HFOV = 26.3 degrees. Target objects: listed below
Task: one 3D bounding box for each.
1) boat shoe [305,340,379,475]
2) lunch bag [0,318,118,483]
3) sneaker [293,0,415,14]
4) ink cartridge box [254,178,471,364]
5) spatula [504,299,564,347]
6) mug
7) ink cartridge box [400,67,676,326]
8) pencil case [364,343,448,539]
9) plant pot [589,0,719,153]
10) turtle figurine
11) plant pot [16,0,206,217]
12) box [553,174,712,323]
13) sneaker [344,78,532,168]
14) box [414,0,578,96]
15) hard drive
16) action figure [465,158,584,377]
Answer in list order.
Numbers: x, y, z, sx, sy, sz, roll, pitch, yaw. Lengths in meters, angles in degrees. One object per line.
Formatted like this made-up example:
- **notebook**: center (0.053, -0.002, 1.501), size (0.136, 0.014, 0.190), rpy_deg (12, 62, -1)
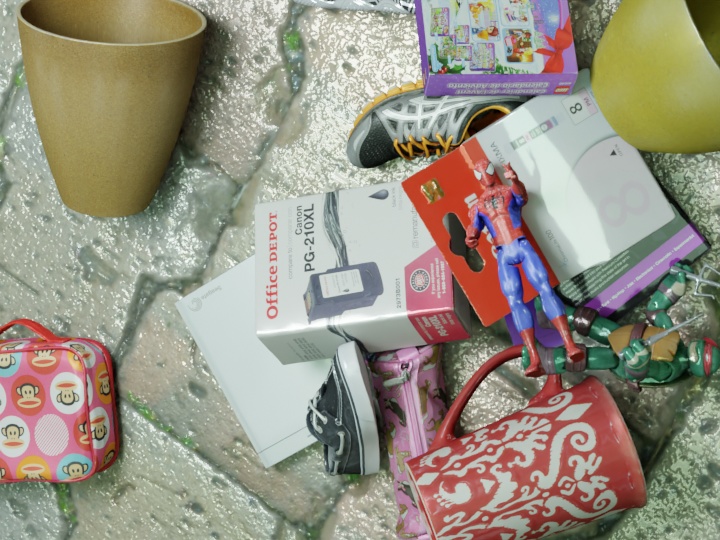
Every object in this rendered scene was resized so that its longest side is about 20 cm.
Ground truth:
- **boat shoe**: center (-0.021, 0.142, 1.516), size (0.067, 0.200, 0.072), rpy_deg (-10, 56, -3)
- **lunch bag**: center (-0.366, 0.140, 1.676), size (0.199, 0.082, 0.177), rpy_deg (-2, 97, 19)
- **sneaker**: center (0.028, -0.307, 1.487), size (0.199, 0.075, 0.116), rpy_deg (7, 103, 20)
- **ink cartridge box**: center (0.000, 0.000, 1.502), size (0.199, 0.084, 0.146), rpy_deg (-9, 65, 15)
- **spatula**: center (0.148, -0.014, 1.518), size (0.056, 0.021, 0.201), rpy_deg (-21, 87, 2)
- **mug**: center (0.146, 0.183, 1.469), size (0.199, 0.178, 0.134), rpy_deg (-21, 136, -5)
- **ink cartridge box**: center (0.164, -0.066, 1.415), size (0.199, 0.057, 0.163), rpy_deg (-31, 91, -9)
- **pencil case**: center (0.058, 0.168, 1.538), size (0.083, 0.086, 0.201), rpy_deg (-2, 101, 47)
- **plant pot**: center (0.291, -0.183, 1.376), size (0.142, 0.200, 0.201), rpy_deg (-31, 88, 40)
- **turtle figurine**: center (0.254, 0.063, 1.407), size (0.199, 0.150, 0.101), rpy_deg (2, 117, 19)
- **plant pot**: center (-0.255, -0.162, 1.558), size (0.185, 0.186, 0.201), rpy_deg (14, 115, 15)
- **box**: center (0.218, -0.056, 1.476), size (0.143, 0.036, 0.200), rpy_deg (-39, 89, 14)
- **sneaker**: center (0.075, -0.142, 1.484), size (0.199, 0.078, 0.078), rpy_deg (-25, 62, 20)
- **box**: center (0.118, -0.253, 1.410), size (0.136, 0.039, 0.201), rpy_deg (-1, 65, -6)
- **hard drive**: center (-0.092, 0.089, 1.610), size (0.132, 0.027, 0.201), rpy_deg (-30, 88, 19)
- **action figure**: center (0.133, -0.014, 1.350), size (0.065, 0.099, 0.201), rpy_deg (-23, 71, 13)
